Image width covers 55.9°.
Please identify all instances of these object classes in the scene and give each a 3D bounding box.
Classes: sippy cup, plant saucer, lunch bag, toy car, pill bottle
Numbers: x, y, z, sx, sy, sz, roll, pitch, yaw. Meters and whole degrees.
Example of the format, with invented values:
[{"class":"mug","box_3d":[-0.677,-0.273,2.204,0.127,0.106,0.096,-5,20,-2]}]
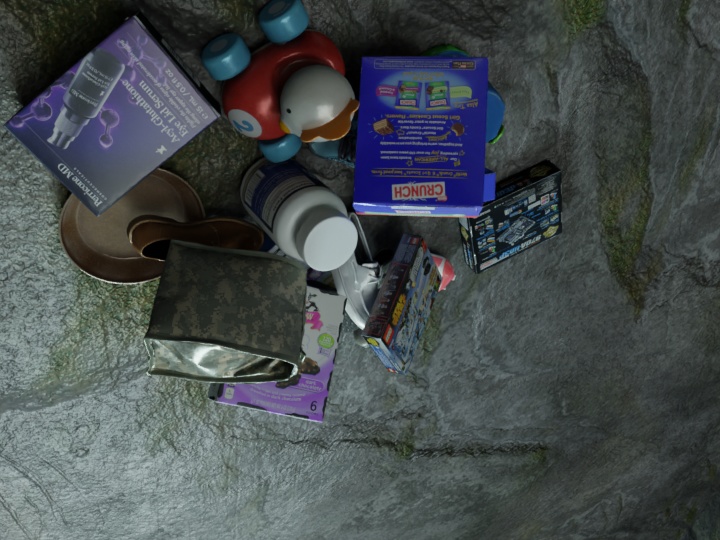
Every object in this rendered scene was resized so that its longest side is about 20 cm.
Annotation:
[{"class":"sippy cup","box_3d":[0.144,-0.250,1.020,0.178,0.130,0.140,-11,130,-20]},{"class":"plant saucer","box_3d":[-0.327,-0.070,0.976,0.200,0.037,0.201,-15,131,-17]},{"class":"lunch bag","box_3d":[-0.169,0.061,0.908,0.200,0.164,0.118,8,142,-8]},{"class":"toy car","box_3d":[-0.080,-0.215,0.876,0.177,0.200,0.184,-33,134,0]},{"class":"pill bottle","box_3d":[-0.087,-0.082,0.974,0.111,0.200,0.111,-17,127,-24]}]

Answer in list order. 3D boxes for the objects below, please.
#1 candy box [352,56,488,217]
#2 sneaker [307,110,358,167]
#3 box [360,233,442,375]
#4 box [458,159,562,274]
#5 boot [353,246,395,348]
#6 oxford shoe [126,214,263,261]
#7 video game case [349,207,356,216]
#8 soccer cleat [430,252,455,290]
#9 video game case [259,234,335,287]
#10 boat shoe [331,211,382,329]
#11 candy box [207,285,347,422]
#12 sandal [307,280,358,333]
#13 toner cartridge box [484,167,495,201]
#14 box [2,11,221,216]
[{"class":"candy box","box_3d":[0.079,-0.174,0.898,0.169,0.200,0.077,3,172,7]},{"class":"sneaker","box_3d":[0.012,-0.182,0.983,0.200,0.096,0.079,3,127,15]},{"class":"box","box_3d":[0.075,0.058,1.149,0.200,0.040,0.137,-66,148,-25]},{"class":"box","box_3d":[0.286,-0.099,1.281,0.200,0.046,0.159,-26,134,-8]},{"class":"boot","box_3d":[0.020,0.047,1.225,0.131,0.068,0.200,17,109,-54]},{"class":"oxford shoe","box_3d":[-0.230,-0.035,0.986,0.200,0.071,0.071,-2,125,-30]},{"class":"video game case","box_3d":[0.098,-0.118,1.110,0.200,0.143,0.019,-11,91,-21]},{"class":"soccer cleat","box_3d":[0.097,0.052,1.294,0.076,0.067,0.200,30,106,-33]},{"class":"video game case","box_3d":[-0.137,0.030,1.156,0.200,0.045,0.181,-41,133,7]},{"class":"boat shoe","box_3d":[0.000,0.000,1.119,0.068,0.200,0.072,-19,176,33]},{"class":"candy box","box_3d":[-0.125,0.117,1.042,0.168,0.072,0.200,16,77,-21]},{"class":"sandal","box_3d":[-0.078,0.043,1.142,0.200,0.048,0.075,28,112,-27]},{"class":"toner cartridge box","box_3d":[0.112,-0.149,1.034,0.095,0.200,0.043,-12,118,-20]},{"class":"box","box_3d":[-0.293,-0.190,0.822,0.200,0.104,0.148,-39,117,4]}]
